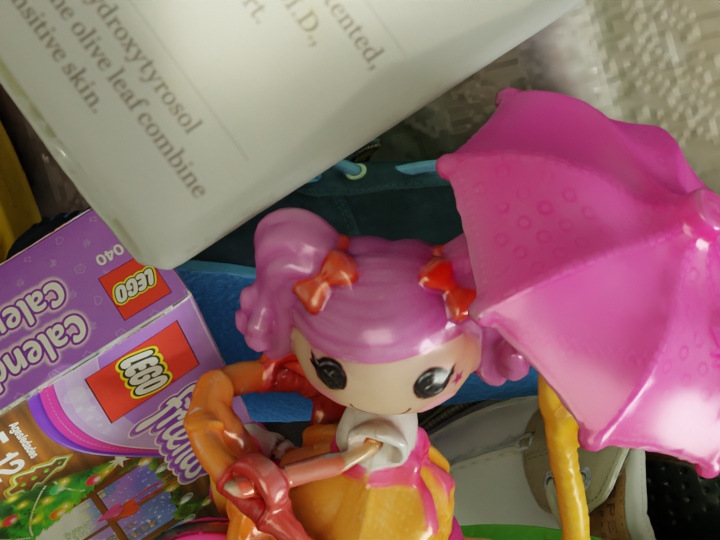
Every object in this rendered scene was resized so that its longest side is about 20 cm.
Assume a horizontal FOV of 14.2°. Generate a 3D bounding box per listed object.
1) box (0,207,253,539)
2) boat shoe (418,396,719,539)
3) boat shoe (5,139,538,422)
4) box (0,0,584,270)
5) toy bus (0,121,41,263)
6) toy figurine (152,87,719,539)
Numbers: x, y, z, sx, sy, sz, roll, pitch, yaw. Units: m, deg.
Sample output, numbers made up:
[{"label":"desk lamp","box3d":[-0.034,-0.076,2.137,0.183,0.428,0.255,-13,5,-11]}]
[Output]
[{"label":"box","box3d":[-0.090,0.071,0.765,0.137,0.200,0.039,-32,64,-6]},{"label":"boat shoe","box3d":[0.078,0.063,0.826,0.200,0.068,0.075,-22,103,16]},{"label":"boat shoe","box3d":[0.000,0.000,0.822,0.200,0.069,0.084,3,142,-3]},{"label":"box","box3d":[-0.023,-0.147,0.707,0.171,0.199,0.200,-33,102,18]},{"label":"toy bus","box3d":[-0.204,0.028,0.801,0.200,0.192,0.136,-17,106,16]},{"label":"toy figurine","box3d":[0.022,0.041,0.689,0.200,0.150,0.184,8,126,6]}]
